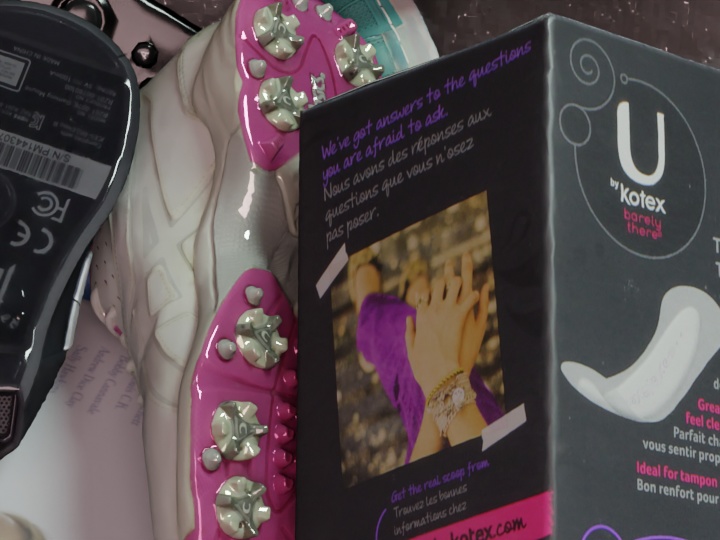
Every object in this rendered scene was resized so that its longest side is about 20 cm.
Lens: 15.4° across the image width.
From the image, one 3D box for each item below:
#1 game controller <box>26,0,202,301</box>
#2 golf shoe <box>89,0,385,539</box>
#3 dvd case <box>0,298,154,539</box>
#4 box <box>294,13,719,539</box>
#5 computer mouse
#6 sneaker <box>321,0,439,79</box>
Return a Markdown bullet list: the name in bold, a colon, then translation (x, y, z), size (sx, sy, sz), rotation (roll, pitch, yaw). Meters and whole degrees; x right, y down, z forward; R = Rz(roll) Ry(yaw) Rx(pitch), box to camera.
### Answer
- **game controller**: translation (-0.108, 0.005, 0.860), size (0.104, 0.042, 0.200), rotation (31, 91, 1)
- **golf shoe**: translation (-0.041, 0.014, 0.781), size (0.075, 0.091, 0.201), rotation (31, 52, -37)
- **dvd case**: translation (-0.087, 0.065, 0.774), size (0.199, 0.143, 0.018), rotation (20, 134, 7)
- **box**: translation (0.058, 0.049, 0.723), size (0.122, 0.106, 0.201), rotation (14, 70, -38)
- **computer mouse**: translation (-0.147, 0.009, 0.759), size (0.140, 0.046, 0.201), rotation (13, 66, -3)
- **sneaker**: translation (0.000, 0.000, 0.844), size (0.080, 0.071, 0.201), rotation (-12, 91, -3)
